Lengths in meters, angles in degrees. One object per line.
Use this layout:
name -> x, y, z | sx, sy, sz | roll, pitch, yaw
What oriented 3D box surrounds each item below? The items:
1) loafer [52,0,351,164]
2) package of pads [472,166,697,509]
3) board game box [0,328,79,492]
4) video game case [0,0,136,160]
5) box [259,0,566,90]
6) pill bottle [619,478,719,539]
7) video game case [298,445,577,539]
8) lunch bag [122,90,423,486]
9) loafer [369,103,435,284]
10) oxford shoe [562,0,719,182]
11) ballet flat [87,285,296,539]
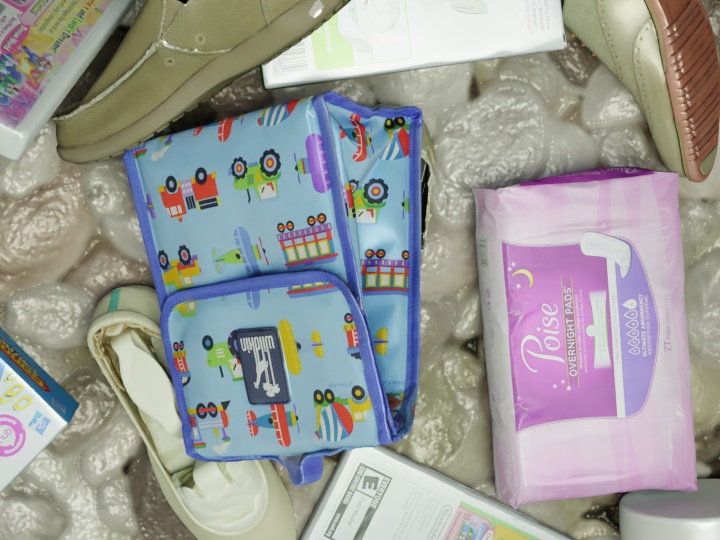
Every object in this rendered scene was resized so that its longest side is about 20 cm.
loafer -> -0.093, -0.123, 0.840 | 0.199, 0.076, 0.068 | -29, 99, 24
package of pads -> 0.134, 0.040, 0.947 | 0.120, 0.076, 0.201 | -6, 96, -5
board game box -> -0.307, 0.086, 0.930 | 0.200, 0.056, 0.196 | -45, 97, 1
video game case -> -0.226, -0.160, 0.851 | 0.181, 0.200, 0.024 | 30, 127, -7
box -> 0.016, -0.214, 0.901 | 0.175, 0.097, 0.201 | -9, 97, -3
pill bottle -> 0.212, 0.236, 0.955 | 0.112, 0.113, 0.201 | -5, 96, -4
video game case -> 0.032, 0.230, 0.987 | 0.181, 0.022, 0.201 | 26, 93, -6
lunch bag -> -0.040, 0.018, 0.870 | 0.150, 0.094, 0.201 | -11, 83, 37
loafer -> 0.000, 0.000, 0.936 | 0.075, 0.068, 0.201 | 9, 95, -5
oxford shoe -> 0.165, -0.146, 0.945 | 0.074, 0.071, 0.201 | -9, 107, 33
ballet flat -> -0.102, 0.102, 0.942 | 0.069, 0.069, 0.201 | -31, 98, 0
